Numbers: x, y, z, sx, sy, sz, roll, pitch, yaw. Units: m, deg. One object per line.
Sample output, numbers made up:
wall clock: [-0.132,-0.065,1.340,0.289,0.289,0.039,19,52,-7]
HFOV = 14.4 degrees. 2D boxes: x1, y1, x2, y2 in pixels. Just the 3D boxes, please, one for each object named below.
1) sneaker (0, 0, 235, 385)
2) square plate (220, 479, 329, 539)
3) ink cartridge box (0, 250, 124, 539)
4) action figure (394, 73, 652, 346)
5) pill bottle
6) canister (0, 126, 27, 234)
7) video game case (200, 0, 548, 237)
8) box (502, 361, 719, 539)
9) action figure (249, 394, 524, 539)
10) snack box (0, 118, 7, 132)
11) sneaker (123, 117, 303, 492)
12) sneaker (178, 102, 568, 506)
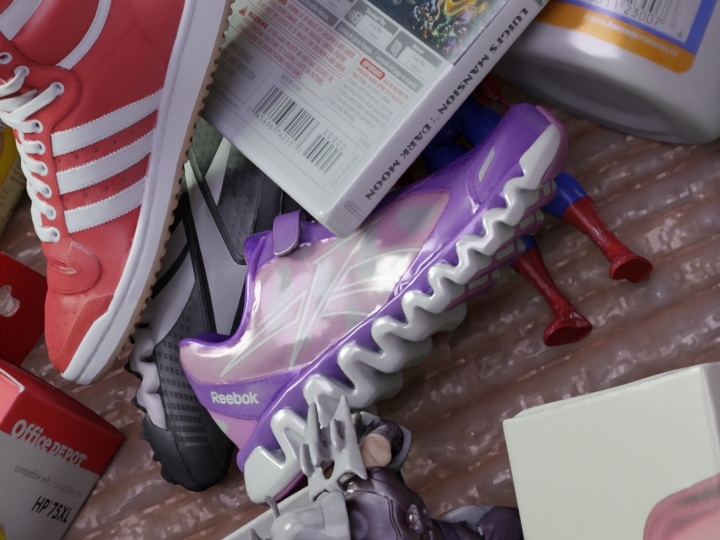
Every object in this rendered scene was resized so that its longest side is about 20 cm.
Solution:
sneaker: [-0.128,-0.055,1.157,0.112,0.071,0.200,11,104,-20]
square plate: [-0.042,0.214,1.166,0.198,0.028,0.200,-33,68,34]
ink cartridge box: [-0.176,0.095,1.218,0.067,0.116,0.200,31,88,21]
action figure: [0.041,-0.060,1.226,0.065,0.052,0.200,-48,66,21]
pill bottle: [0.133,-0.164,1.192,0.112,0.112,0.200,19,82,19]
canister: [-0.186,-0.121,1.289,0.148,0.087,0.200,26,87,20]
video game case: [-0.004,-0.130,1.188,0.182,0.023,0.200,-50,45,1]
box: [0.150,0.138,1.080,0.109,0.128,0.201,-19,78,46]
action figure: [0.039,0.117,1.112,0.069,0.200,0.130,-34,54,44]
snack box: [-0.260,-0.053,1.224,0.142,0.053,0.200,44,93,16]
sneaker: [-0.051,-0.005,1.232,0.090,0.066,0.201,-4,74,18]
sneaker: [0.000,0.000,1.163,0.088,0.080,0.200,45,101,10]
